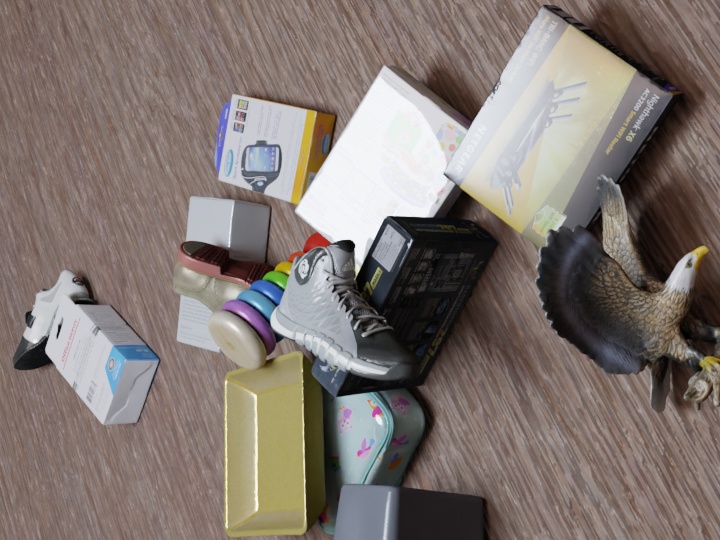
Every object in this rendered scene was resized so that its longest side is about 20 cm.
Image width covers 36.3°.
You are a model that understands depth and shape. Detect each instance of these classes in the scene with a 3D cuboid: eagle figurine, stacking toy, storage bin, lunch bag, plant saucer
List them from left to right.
[{"bbox_3d":[-0.098,0.210,1.303,0.199,0.048,0.204,-20,68,54],"label":"plant saucer"},{"bbox_3d":[-0.091,0.023,1.325,0.085,0.200,0.086,31,150,20],"label":"stacking toy"},{"bbox_3d":[-0.021,0.203,1.308,0.160,0.076,0.202,44,120,35],"label":"lunch bag"},{"bbox_3d":[0.058,0.300,1.159,0.144,0.198,0.137,-7,74,43],"label":"storage bin"},{"bbox_3d":[0.255,0.024,0.996,0.199,0.152,0.152,35,88,11],"label":"eagle figurine"}]

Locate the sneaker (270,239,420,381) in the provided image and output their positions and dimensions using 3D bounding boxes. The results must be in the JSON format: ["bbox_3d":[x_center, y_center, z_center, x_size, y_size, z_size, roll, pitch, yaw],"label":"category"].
[{"bbox_3d":[-0.012,0.031,1.098,0.198,0.074,0.118,21,101,41],"label":"sneaker"}]

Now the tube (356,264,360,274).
[{"bbox_3d":[0.000,0.000,1.323,0.058,0.051,0.204,-148,58,-81],"label":"tube"}]

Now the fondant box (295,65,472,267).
[{"bbox_3d":[0.037,-0.105,1.240,0.144,0.058,0.201,39,111,15],"label":"fondant box"}]

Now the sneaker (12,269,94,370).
[{"bbox_3d":[-0.510,0.081,1.802,0.200,0.074,0.089,-45,59,22],"label":"sneaker"}]

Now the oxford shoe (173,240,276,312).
[{"bbox_3d":[-0.146,0.031,1.404,0.197,0.071,0.076,24,116,5],"label":"oxford shoe"}]

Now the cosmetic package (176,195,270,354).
[{"bbox_3d":[-0.186,0.005,1.486,0.101,0.073,0.204,10,93,43],"label":"cosmetic package"}]

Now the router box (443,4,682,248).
[{"bbox_3d":[0.198,-0.135,1.097,0.156,0.052,0.202,37,115,16],"label":"router box"}]

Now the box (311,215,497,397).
[{"bbox_3d":[0.048,0.039,1.196,0.051,0.156,0.202,41,116,33],"label":"box"}]

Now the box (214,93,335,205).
[{"bbox_3d":[-0.120,-0.163,1.454,0.198,0.041,0.121,20,102,45],"label":"box"}]

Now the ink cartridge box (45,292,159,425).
[{"bbox_3d":[-0.400,0.131,1.691,0.199,0.066,0.117,39,115,38],"label":"ink cartridge box"}]
